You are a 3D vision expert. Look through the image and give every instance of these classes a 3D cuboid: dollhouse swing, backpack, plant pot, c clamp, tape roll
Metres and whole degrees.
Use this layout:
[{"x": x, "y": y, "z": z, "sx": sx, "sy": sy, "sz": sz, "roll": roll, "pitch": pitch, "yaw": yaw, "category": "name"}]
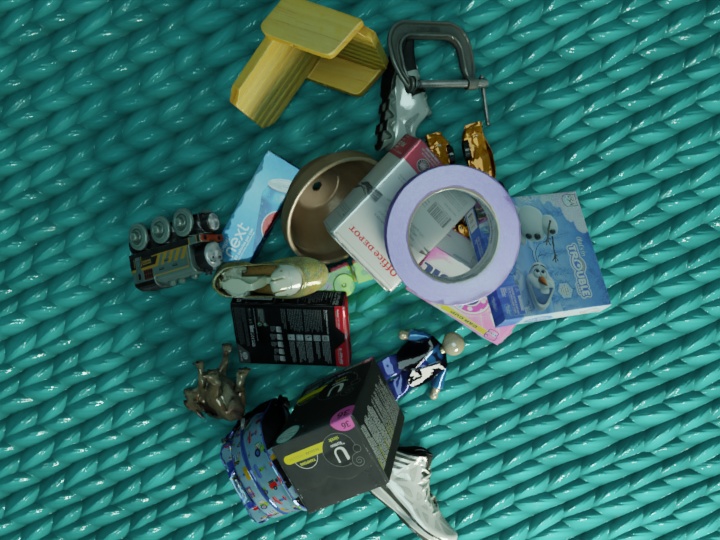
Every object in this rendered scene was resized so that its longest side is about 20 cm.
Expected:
[{"x": -0.077, "y": -0.298, "z": 1.187, "sx": 0.179, "sy": 0.200, "sz": 0.179, "roll": 22, "pitch": 89, "yaw": 13, "category": "dollhouse swing"}, {"x": -0.152, "y": 0.328, "z": 1.255, "sx": 0.133, "sy": 0.200, "sz": 0.185, "roll": -29, "pitch": 94, "yaw": 4, "category": "backpack"}, {"x": -0.053, "y": -0.119, "z": 1.250, "sx": 0.201, "sy": 0.200, "sz": 0.093, "roll": -46, "pitch": 49, "yaw": 4, "category": "plant pot"}, {"x": 0.133, "y": -0.331, "z": 1.240, "sx": 0.196, "sy": 0.027, "sz": 0.175, "roll": -2, "pitch": 84, "yaw": -29, "category": "c clamp"}, {"x": 0.133, "y": -0.053, "z": 1.115, "sx": 0.195, "sy": 0.066, "sz": 0.205, "roll": 0, "pitch": 95, "yaw": -2, "category": "tape roll"}]

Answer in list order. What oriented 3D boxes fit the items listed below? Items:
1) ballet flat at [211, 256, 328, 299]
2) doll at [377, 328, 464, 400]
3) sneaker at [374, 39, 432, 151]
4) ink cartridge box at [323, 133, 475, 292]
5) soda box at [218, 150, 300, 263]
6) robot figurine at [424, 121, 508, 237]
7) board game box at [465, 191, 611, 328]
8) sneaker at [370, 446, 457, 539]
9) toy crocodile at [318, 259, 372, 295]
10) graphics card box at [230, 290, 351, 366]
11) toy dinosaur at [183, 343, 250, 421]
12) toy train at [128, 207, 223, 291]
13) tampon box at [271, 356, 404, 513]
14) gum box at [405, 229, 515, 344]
[{"x": -0.151, "y": 0.017, "z": 1.222, "sx": 0.196, "sy": 0.071, "sz": 0.072, "roll": -1, "pitch": 95, "yaw": 14, "category": "ballet flat"}, {"x": 0.095, "y": 0.171, "z": 1.311, "sx": 0.198, "sy": 0.049, "sz": 0.138, "roll": -33, "pitch": 100, "yaw": 6, "category": "doll"}, {"x": 0.080, "y": -0.295, "z": 1.271, "sx": 0.087, "sy": 0.074, "sz": 0.205, "roll": 7, "pitch": 94, "yaw": -17, "category": "sneaker"}, {"x": 0.059, "y": -0.091, "z": 1.191, "sx": 0.200, "sy": 0.085, "sz": 0.146, "roll": -46, "pitch": 111, "yaw": 1, "category": "ink cartridge box"}, {"x": -0.175, "y": -0.100, "z": 1.289, "sx": 0.067, "sy": 0.064, "sz": 0.202, "roll": 30, "pitch": 96, "yaw": -1, "category": "soda box"}, {"x": 0.178, "y": -0.141, "z": 1.276, "sx": 0.142, "sy": 0.058, "sz": 0.204, "roll": -13, "pitch": 96, "yaw": 1, "category": "robot figurine"}, {"x": 0.284, "y": -0.022, "z": 1.212, "sx": 0.195, "sy": 0.043, "sz": 0.204, "roll": -6, "pitch": 71, "yaw": -19, "category": "board game box"}, {"x": 0.111, "y": 0.386, "z": 1.314, "sx": 0.199, "sy": 0.076, "sz": 0.116, "roll": 39, "pitch": 96, "yaw": 1, "category": "sneaker"}, {"x": 0.000, "y": 0.000, "z": 1.291, "sx": 0.196, "sy": 0.068, "sz": 0.063, "roll": -19, "pitch": 94, "yaw": 1, "category": "toy crocodile"}, {"x": -0.115, "y": 0.098, "z": 1.278, "sx": 0.195, "sy": 0.051, "sz": 0.128, "roll": 0, "pitch": 121, "yaw": 7, "category": "graphics card box"}, {"x": -0.232, "y": 0.216, "z": 1.273, "sx": 0.084, "sy": 0.199, "sz": 0.138, "roll": -12, "pitch": 113, "yaw": -28, "category": "toy dinosaur"}, {"x": -0.310, "y": -0.034, "z": 1.264, "sx": 0.197, "sy": 0.085, "sz": 0.117, "roll": -13, "pitch": 85, "yaw": 30, "category": "toy train"}, {"x": -0.029, "y": 0.259, "z": 1.209, "sx": 0.148, "sy": 0.200, "sz": 0.128, "roll": -26, "pitch": 101, "yaw": 17, "category": "tampon box"}, {"x": 0.189, "y": 0.028, "z": 1.260, "sx": 0.198, "sy": 0.067, "sz": 0.114, "roll": 31, "pitch": 134, "yaw": -1, "category": "gum box"}]
